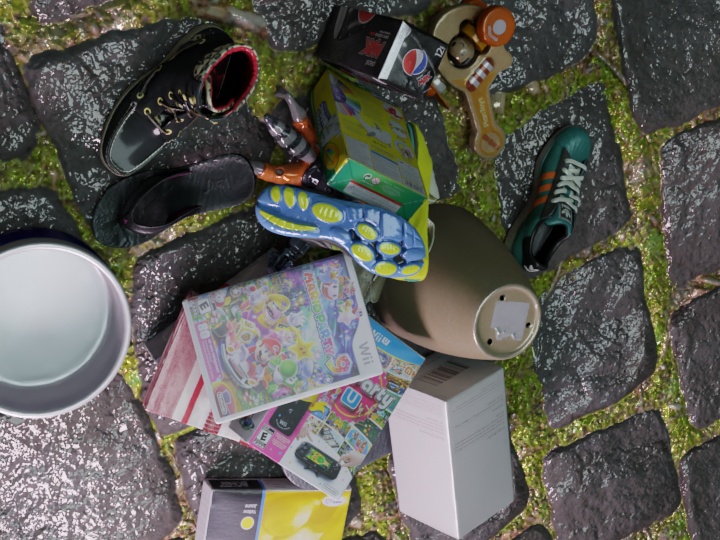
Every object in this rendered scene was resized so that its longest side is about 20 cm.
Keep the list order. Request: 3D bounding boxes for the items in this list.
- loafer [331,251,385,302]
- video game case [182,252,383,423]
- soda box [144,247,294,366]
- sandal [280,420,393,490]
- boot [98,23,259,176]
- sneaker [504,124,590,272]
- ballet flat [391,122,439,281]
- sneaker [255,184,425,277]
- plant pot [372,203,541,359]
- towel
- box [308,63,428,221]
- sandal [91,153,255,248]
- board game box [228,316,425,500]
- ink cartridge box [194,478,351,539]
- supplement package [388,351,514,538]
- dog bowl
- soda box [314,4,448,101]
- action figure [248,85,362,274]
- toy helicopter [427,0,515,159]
[{"bbox_3d":[0.000,0.000,1.405,0.200,0.075,0.070,-48,118,3],"label":"loafer"},{"bbox_3d":[-0.087,0.075,1.276,0.198,0.018,0.145,-16,87,-7],"label":"video game case"},{"bbox_3d":[-0.157,0.062,1.358,0.199,0.063,0.069,-38,117,-9],"label":"soda box"},{"bbox_3d":[-0.021,0.232,1.488,0.198,0.043,0.077,-14,111,-31],"label":"sandal"},{"bbox_3d":[-0.196,-0.177,1.215,0.073,0.154,0.204,42,87,-28],"label":"boot"},{"bbox_3d":[0.261,-0.090,1.486,0.071,0.080,0.202,19,98,-27],"label":"sneaker"},{"bbox_3d":[0.062,-0.078,1.348,0.066,0.067,0.202,21,61,-30],"label":"ballet flat"},{"bbox_3d":[-0.019,-0.052,1.254,0.197,0.083,0.072,19,102,-3],"label":"sneaker"},{"bbox_3d":[0.134,0.031,1.401,0.185,0.200,0.190,-7,108,-22],"label":"plant pot"},{"bbox_3d":[-0.143,0.125,1.331,0.198,0.023,0.146,25,88,-28],"label":"towel"},{"bbox_3d":[0.004,-0.153,1.304,0.116,0.201,0.048,24,125,-29],"label":"box"},{"bbox_3d":[-0.215,-0.081,1.265,0.198,0.048,0.076,-21,100,7],"label":"sandal"},{"bbox_3d":[-0.038,0.146,1.341,0.147,0.064,0.201,37,80,-27],"label":"board game box"},{"bbox_3d":[-0.122,0.371,1.482,0.195,0.047,0.203,4,102,-26],"label":"ink cartridge box"},{"bbox_3d":[0.118,0.224,1.485,0.116,0.117,0.203,-23,115,-38],"label":"supplement package"},{"bbox_3d":[-0.360,0.057,1.258,0.198,0.079,0.203,-7,108,-22],"label":"dog bowl"},{"bbox_3d":[0.019,-0.246,1.263,0.063,0.200,0.071,21,97,-28],"label":"soda box"},{"bbox_3d":[-0.059,-0.091,1.313,0.193,0.104,0.201,36,65,-12],"label":"action figure"},{"bbox_3d":[0.131,-0.226,1.392,0.131,0.079,0.202,-26,118,-14],"label":"toy helicopter"}]
